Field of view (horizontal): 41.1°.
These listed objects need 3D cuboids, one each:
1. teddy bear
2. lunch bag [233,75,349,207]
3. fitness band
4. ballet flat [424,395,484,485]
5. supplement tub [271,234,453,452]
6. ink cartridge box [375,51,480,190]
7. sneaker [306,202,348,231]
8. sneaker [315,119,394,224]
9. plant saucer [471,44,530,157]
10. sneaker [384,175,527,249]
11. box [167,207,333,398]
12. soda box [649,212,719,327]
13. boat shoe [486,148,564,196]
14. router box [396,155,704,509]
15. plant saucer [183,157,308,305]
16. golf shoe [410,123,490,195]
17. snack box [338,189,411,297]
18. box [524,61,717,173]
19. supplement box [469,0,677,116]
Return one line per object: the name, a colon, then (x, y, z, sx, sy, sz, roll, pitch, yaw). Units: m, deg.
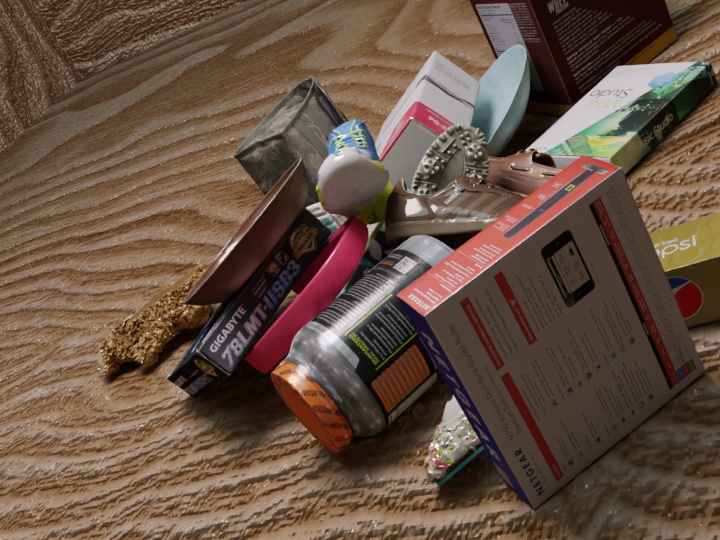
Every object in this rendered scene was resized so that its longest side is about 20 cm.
teddy bear: (-0.273, 0.075, 1.298, 0.199, 0.067, 0.145, -38, 16, 1)
lunch bag: (-0.062, -0.169, 1.371, 0.117, 0.164, 0.201, -19, 28, 34)
fitness band: (-0.053, 0.028, 1.003, 0.200, 0.037, 0.144, -49, 8, 35)
ballet flat: (0.121, 0.095, 0.802, 0.199, 0.064, 0.076, -38, -7, -4)
supplement tub: (0.020, 0.070, 0.909, 0.200, 0.123, 0.122, -39, 27, -18)
ink cartridge box: (0.077, -0.172, 1.255, 0.145, 0.084, 0.201, -52, 11, 36)
sneaker: (-0.094, -0.041, 1.288, 0.199, 0.078, 0.091, -30, 22, -1)
sneaker: (-0.016, -0.113, 1.004, 0.075, 0.106, 0.200, -24, -13, 5)
plant saucer: (0.170, -0.194, 1.248, 0.202, 0.038, 0.201, -57, 14, 22)
sneaker: (0.122, -0.064, 0.960, 0.198, 0.071, 0.076, -1, 70, 7)
box: (-0.128, 0.041, 1.078, 0.201, 0.050, 0.198, -56, 8, -22)
soda box: (0.243, 0.014, 0.835, 0.199, 0.064, 0.068, -17, 28, 25)
boat shoe: (0.190, -0.097, 1.059, 0.068, 0.072, 0.200, -62, 32, 7)
router box: (0.148, 0.048, 0.719, 0.179, 0.201, 0.049, -35, 27, -10)
plant saucer: (-0.114, -0.033, 1.034, 0.201, 0.037, 0.201, -49, 10, 12)
golf shoe: (0.078, -0.064, 1.052, 0.097, 0.078, 0.202, -137, 67, -80)
snack box: (0.000, 0.000, 1.102, 0.116, 0.037, 0.200, -43, 12, 45)
box: (0.307, -0.180, 1.144, 0.200, 0.036, 0.144, -43, 28, -21)
supplement box: (0.280, -0.346, 1.277, 0.197, 0.201, 0.133, -38, 27, -14)
